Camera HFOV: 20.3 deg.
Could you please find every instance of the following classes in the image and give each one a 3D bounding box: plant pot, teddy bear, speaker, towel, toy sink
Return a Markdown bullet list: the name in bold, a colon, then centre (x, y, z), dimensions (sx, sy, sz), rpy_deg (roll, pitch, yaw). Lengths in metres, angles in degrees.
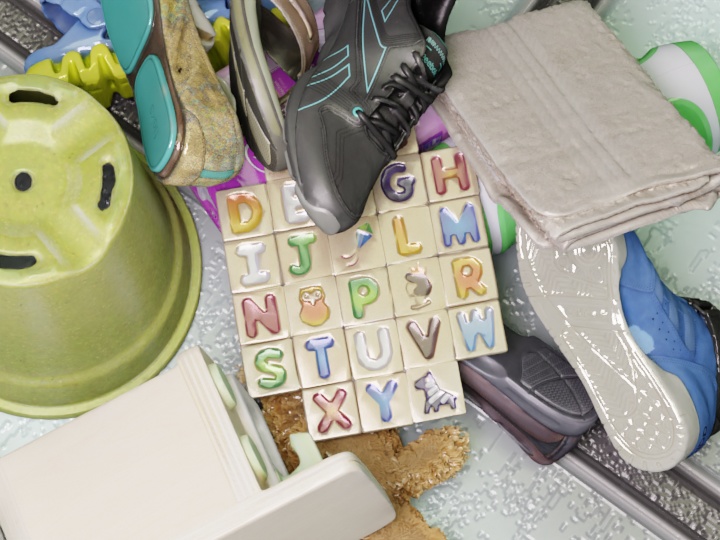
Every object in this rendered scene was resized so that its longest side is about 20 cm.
- **plant pot**: centre (-0.199, -0.026, 1.241), dimensions (0.198, 0.184, 0.202), rpy_deg (1, 74, -3)
- **teddy bear**: centre (-0.008, 0.122, 1.276), dimensions (0.144, 0.067, 0.201), rpy_deg (-30, 70, -21)
- **speaker**: centre (0.143, -0.079, 1.322), dimensions (0.199, 0.089, 0.089), rpy_deg (-24, 75, -9)
- **towel**: centre (0.127, -0.092, 1.249), dimensions (0.131, 0.035, 0.201), rpy_deg (-16, 47, -16)
- **toy sink**: centre (-0.098, 0.127, 1.177), dimensions (0.199, 0.130, 0.113), rpy_deg (-27, 68, 2)

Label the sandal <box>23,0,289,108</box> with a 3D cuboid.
- **sandal**: centre (-0.137, -0.166, 1.345), dimensions (0.198, 0.080, 0.088), rpy_deg (-12, 70, -8)

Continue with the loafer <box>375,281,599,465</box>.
- **loafer**: centre (0.061, 0.051, 1.296), dimensions (0.200, 0.063, 0.072), rpy_deg (39, 41, 12)

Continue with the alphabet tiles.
- **alphabet tiles**: centre (0.000, 0.000, 1.258), dimensions (0.165, 0.006, 0.202), rpy_deg (-10, 79, 1)

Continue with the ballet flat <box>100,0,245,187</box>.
- **ballet flat**: centre (-0.115, -0.131, 1.258), dimensions (0.070, 0.071, 0.201), rpy_deg (-14, 54, -7)

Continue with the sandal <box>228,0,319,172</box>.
- **sandal**: centre (-0.055, -0.160, 1.264), dimensions (0.057, 0.080, 0.203), rpy_deg (-3, 66, -6)

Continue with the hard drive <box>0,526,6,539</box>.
- **hard drive**: centre (-0.194, 0.211, 1.160), dimensions (0.026, 0.200, 0.133), rpy_deg (-22, 75, -8)

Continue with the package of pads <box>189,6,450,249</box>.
- **package of pads**: centre (-0.024, -0.103, 1.330), dimensions (0.199, 0.076, 0.121), rpy_deg (-33, 77, -11)

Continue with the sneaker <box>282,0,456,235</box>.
- **sneaker**: centre (0.008, -0.112, 1.223), dimensions (0.079, 0.075, 0.201), rpy_deg (-9, 52, 29)

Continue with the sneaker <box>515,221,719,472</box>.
- **sneaker**: centre (0.173, 0.023, 1.284), dimensions (0.076, 0.111, 0.201), rpy_deg (-30, 82, 31)
